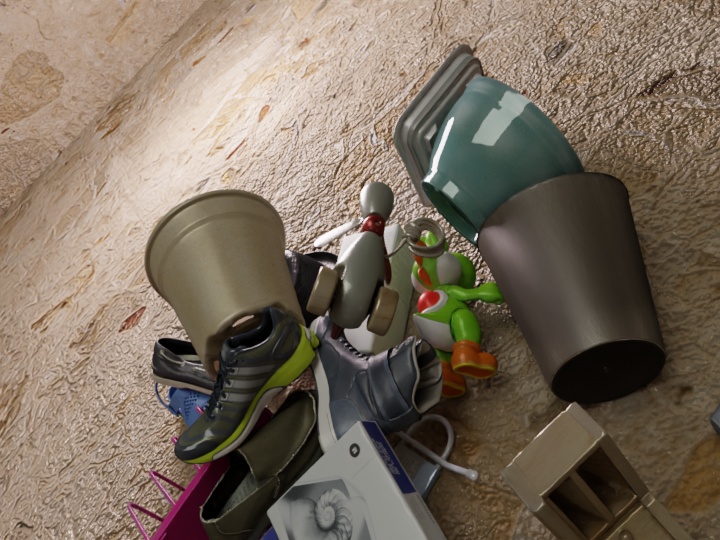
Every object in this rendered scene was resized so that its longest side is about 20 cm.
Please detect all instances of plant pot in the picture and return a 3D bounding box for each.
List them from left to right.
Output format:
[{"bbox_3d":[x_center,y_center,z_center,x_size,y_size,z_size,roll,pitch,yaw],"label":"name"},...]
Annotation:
[{"bbox_3d":[-0.158,0.034,0.816,0.199,0.201,0.185,-38,50,5],"label":"plant pot"},{"bbox_3d":[0.159,-0.113,0.790,0.134,0.201,0.200,-43,38,-1],"label":"plant pot"}]

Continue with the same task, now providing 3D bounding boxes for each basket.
[{"bbox_3d":[0.225,0.022,0.670,0.176,0.137,0.204,-20,47,17],"label":"basket"}]

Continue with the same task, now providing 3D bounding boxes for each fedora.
[{"bbox_3d":[-0.108,0.026,0.984,0.197,0.092,0.204,-23,43,23],"label":"fedora"}]

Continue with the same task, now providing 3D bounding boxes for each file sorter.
[{"bbox_3d":[-0.173,0.259,0.801,0.124,0.139,0.202,18,68,51],"label":"file sorter"}]

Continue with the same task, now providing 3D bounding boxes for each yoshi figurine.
[{"bbox_3d":[0.117,0.045,0.779,0.109,0.113,0.204,-9,57,3],"label":"yoshi figurine"}]

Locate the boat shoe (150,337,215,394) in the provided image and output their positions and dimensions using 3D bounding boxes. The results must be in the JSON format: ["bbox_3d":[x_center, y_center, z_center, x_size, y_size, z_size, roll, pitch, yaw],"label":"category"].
[{"bbox_3d":[-0.214,0.138,0.936,0.194,0.064,0.073,6,20,7],"label":"boat shoe"}]

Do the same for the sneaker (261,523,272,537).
[{"bbox_3d":[-0.072,0.286,0.718,0.085,0.075,0.205,138,146,-59],"label":"sneaker"}]

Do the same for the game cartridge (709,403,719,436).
[{"bbox_3d":[0.391,0.135,0.497,0.134,0.041,0.199,-52,39,-4],"label":"game cartridge"}]

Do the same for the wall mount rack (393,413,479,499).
[{"bbox_3d":[0.042,0.240,0.675,0.172,0.075,0.202,20,71,47],"label":"wall mount rack"}]

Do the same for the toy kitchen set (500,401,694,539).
[{"bbox_3d":[0.188,0.252,0.451,0.163,0.181,0.200,-43,34,1],"label":"toy kitchen set"}]

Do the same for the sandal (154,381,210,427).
[{"bbox_3d":[-0.250,0.202,0.960,0.197,0.087,0.080,13,61,44],"label":"sandal"}]

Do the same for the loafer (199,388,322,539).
[{"bbox_3d":[-0.103,0.212,0.702,0.074,0.070,0.202,11,58,40],"label":"loafer"}]

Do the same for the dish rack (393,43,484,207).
[{"bbox_3d":[0.133,-0.189,0.896,0.043,0.201,0.173,32,78,32],"label":"dish rack"}]

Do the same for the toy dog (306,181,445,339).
[{"bbox_3d":[0.000,0.000,0.723,0.200,0.131,0.097,-49,-6,-41],"label":"toy dog"}]

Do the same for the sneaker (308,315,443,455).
[{"bbox_3d":[0.015,0.102,0.716,0.145,0.077,0.205,-35,38,16],"label":"sneaker"}]

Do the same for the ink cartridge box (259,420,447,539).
[{"bbox_3d":[-0.010,0.282,0.590,0.201,0.040,0.201,-48,56,16],"label":"ink cartridge box"}]

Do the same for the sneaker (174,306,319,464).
[{"bbox_3d":[-0.138,0.122,0.708,0.201,0.081,0.073,-49,31,-15],"label":"sneaker"}]

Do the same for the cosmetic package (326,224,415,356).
[{"bbox_3d":[0.011,0.044,0.881,0.099,0.071,0.204,-10,49,34],"label":"cosmetic package"}]
